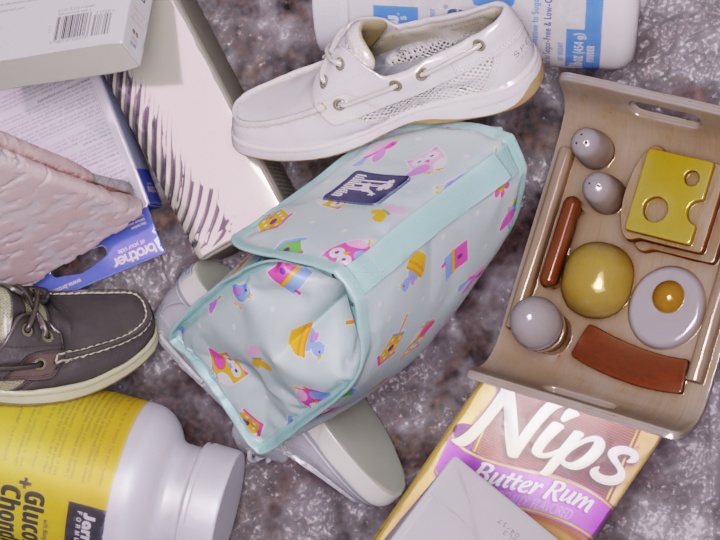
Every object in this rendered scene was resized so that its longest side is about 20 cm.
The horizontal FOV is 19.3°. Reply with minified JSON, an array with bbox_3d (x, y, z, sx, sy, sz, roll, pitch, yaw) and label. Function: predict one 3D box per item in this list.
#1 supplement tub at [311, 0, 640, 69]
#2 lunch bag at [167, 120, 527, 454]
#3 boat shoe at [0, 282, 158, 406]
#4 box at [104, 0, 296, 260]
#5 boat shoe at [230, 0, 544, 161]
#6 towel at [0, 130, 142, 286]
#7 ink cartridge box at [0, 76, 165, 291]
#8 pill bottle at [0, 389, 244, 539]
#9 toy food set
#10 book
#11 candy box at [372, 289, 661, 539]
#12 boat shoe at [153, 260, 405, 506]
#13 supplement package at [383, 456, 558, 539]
[{"bbox_3d":[0.075,-0.194,1.315,0.198,0.132,0.133,2,91,7],"label":"supplement tub"},{"bbox_3d":[0.000,0.000,1.263,0.170,0.200,0.122,-37,85,-35],"label":"lunch bag"},{"bbox_3d":[-0.221,0.042,1.311,0.199,0.066,0.072,-11,48,-18],"label":"boat shoe"},{"bbox_3d":[-0.114,-0.109,1.363,0.068,0.082,0.201,-28,86,7],"label":"box"},{"bbox_3d":[0.007,-0.121,1.263,0.199,0.071,0.070,-14,131,16],"label":"boat shoe"},{"bbox_3d":[-0.254,-0.015,1.287,0.199,0.191,0.032,-31,71,16],"label":"towel"},{"bbox_3d":[-0.211,-0.083,1.393,0.119,0.042,0.201,-22,85,9],"label":"ink cartridge box"},{"bbox_3d":[-0.180,0.130,1.355,0.198,0.112,0.113,14,92,7],"label":"pill bottle"},{"bbox_3d":[0.157,-0.011,1.278,0.143,0.060,0.201,15,85,27],"label":"toy food set"},{"bbox_3d":[-0.186,-0.209,1.321,0.133,0.048,0.201,-6,58,22],"label":"book"},{"bbox_3d":[0.109,0.126,1.352,0.116,0.056,0.201,34,92,6],"label":"candy box"},{"bbox_3d":[-0.056,0.085,1.371,0.201,0.070,0.072,47,115,3],"label":"boat shoe"},{"bbox_3d":[0.033,0.236,1.283,0.121,0.120,0.200,38,131,4],"label":"supplement package"}]
